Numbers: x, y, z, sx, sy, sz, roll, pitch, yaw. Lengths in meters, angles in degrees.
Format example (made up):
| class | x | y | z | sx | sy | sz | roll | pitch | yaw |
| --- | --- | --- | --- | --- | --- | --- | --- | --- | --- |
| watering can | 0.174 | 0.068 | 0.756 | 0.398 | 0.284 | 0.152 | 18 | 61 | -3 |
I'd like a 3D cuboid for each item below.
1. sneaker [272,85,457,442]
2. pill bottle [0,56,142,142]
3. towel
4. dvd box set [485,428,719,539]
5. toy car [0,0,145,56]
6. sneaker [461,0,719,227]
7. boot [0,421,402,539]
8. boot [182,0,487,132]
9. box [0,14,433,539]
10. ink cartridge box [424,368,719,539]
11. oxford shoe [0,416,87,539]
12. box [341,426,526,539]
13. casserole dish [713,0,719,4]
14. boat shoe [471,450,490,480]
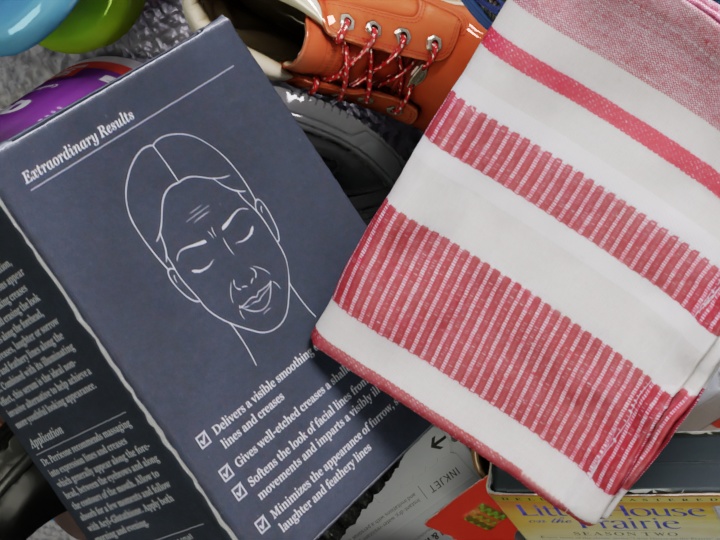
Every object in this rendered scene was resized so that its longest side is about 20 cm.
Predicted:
| class | x | y | z | sx | sy | sz | roll | pitch | yaw |
| --- | --- | --- | --- | --- | --- | --- | --- | --- | --- |
| sneaker | -0.002 | 0.000 | 0.749 | 0.060 | 0.104 | 0.200 | 9 | 162 | 45 |
| pill bottle | -0.161 | -0.026 | 0.775 | 0.112 | 0.200 | 0.113 | 11 | 120 | 19 |
| towel | 0.083 | -0.012 | 0.583 | 0.144 | 0.023 | 0.200 | 34 | 113 | 5 |
| dvd box set | 0.156 | 0.127 | 0.713 | 0.146 | 0.029 | 0.200 | -5 | 149 | 23 |
| toy car | -0.177 | -0.190 | 0.729 | 0.175 | 0.150 | 0.200 | -10 | 111 | 27 |
| sneaker | 0.100 | -0.093 | 0.609 | 0.075 | 0.078 | 0.200 | -40 | 92 | 3 |
| boot | -0.097 | 0.111 | 0.777 | 0.211 | 0.079 | 0.158 | -42 | 99 | 2 |
| boot | 0.011 | -0.098 | 0.722 | 0.200 | 0.107 | 0.075 | 26 | 117 | 5 |
| box | -0.075 | 0.021 | 0.663 | 0.107 | 0.148 | 0.200 | -26 | 99 | 49 |
| ink cartridge box | 0.154 | 0.121 | 0.764 | 0.162 | 0.050 | 0.200 | 28 | 126 | -29 |
| oxford shoe | -0.198 | 0.073 | 0.837 | 0.071 | 0.073 | 0.200 | -22 | 104 | 32 |
| box | -0.025 | 0.110 | 0.843 | 0.156 | 0.041 | 0.200 | -36 | 99 | 3 |
| casserole dish | 0.169 | -0.142 | 0.630 | 0.200 | 0.121 | 0.039 | 44 | 143 | -3 |
| boat shoe | 0.116 | 0.033 | 0.761 | 0.076 | 0.074 | 0.200 | 31 | 121 | 6 |
